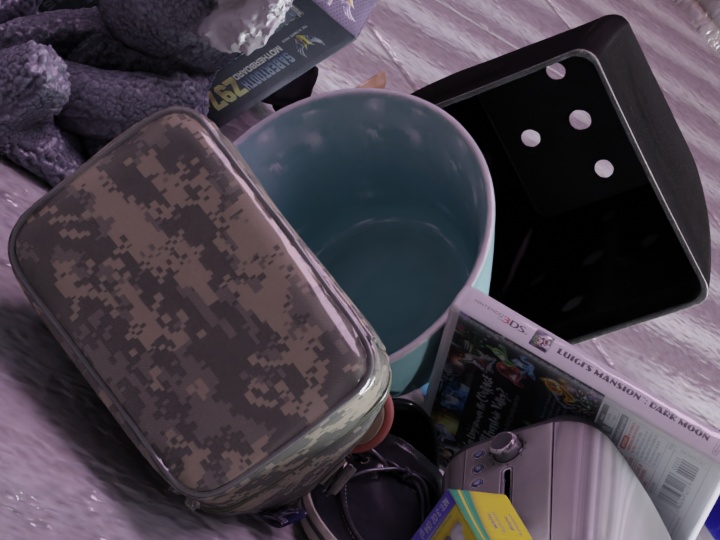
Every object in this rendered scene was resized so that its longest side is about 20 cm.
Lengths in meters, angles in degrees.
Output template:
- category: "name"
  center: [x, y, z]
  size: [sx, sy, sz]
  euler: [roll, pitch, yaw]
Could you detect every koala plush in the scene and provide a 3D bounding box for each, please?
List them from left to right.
- category: "koala plush"
  center: [-0.123, -0.148, 1.732]
  size: [0.184, 0.200, 0.177]
  euler: [37, 18, -28]

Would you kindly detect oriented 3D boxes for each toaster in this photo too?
- category: "toaster"
  center: [0.117, 0.191, 1.607]
  size: [0.200, 0.113, 0.129]
  euler: [62, 22, -27]

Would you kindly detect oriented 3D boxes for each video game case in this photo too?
- category: "video game case"
  center: [0.122, 0.104, 1.680]
  size: [0.182, 0.023, 0.200]
  euler: [30, -27, 9]

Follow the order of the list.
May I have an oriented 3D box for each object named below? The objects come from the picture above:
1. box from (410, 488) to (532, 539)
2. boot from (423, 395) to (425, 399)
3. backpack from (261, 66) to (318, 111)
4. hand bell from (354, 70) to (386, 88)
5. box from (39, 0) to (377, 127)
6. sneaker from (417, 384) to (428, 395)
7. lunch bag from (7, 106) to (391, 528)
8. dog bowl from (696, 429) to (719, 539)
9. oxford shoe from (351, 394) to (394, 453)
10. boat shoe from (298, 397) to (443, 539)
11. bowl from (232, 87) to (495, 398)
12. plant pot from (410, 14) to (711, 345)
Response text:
- category: "box"
  center: [0.071, 0.223, 1.456]
  size: [0.048, 0.117, 0.200]
  euler: [9, 36, -40]
- category: "boot"
  center: [0.140, 0.117, 1.908]
  size: [0.200, 0.074, 0.075]
  euler: [29, -2, 21]
- category: "backpack"
  center: [-0.083, -0.193, 2.057]
  size: [0.126, 0.167, 0.200]
  euler: [21, 15, 9]
- category: "hand bell"
  center: [0.026, -0.032, 2.069]
  size: [0.200, 0.104, 0.104]
  euler: [58, 16, -2]
- category: "box"
  center: [-0.105, -0.181, 1.884]
  size: [0.158, 0.200, 0.051]
  euler: [40, 54, -17]
- category: "sneaker"
  center: [0.039, 0.020, 1.892]
  size: [0.081, 0.076, 0.200]
  euler: [55, 18, -14]
- category: "lunch bag"
  center: [-0.077, 0.032, 1.523]
  size: [0.200, 0.139, 0.168]
  euler: [51, 0, 11]
- category: "dog bowl"
  center: [0.326, 0.209, 2.187]
  size: [0.200, 0.079, 0.200]
  euler: [41, 17, -15]
- category: "oxford shoe"
  center: [-0.057, 0.033, 1.642]
  size: [0.200, 0.071, 0.074]
  euler: [37, 9, 14]
- category: "boat shoe"
  center: [0.011, 0.128, 1.642]
  size: [0.075, 0.062, 0.200]
  euler: [44, 17, -10]
- category: "bowl"
  center: [0.000, 0.000, 1.742]
  size: [0.201, 0.201, 0.105]
  euler: [57, 1, 34]
- category: "plant pot"
  center: [0.136, -0.072, 2.031]
  size: [0.200, 0.200, 0.177]
  euler: [62, 27, -16]
